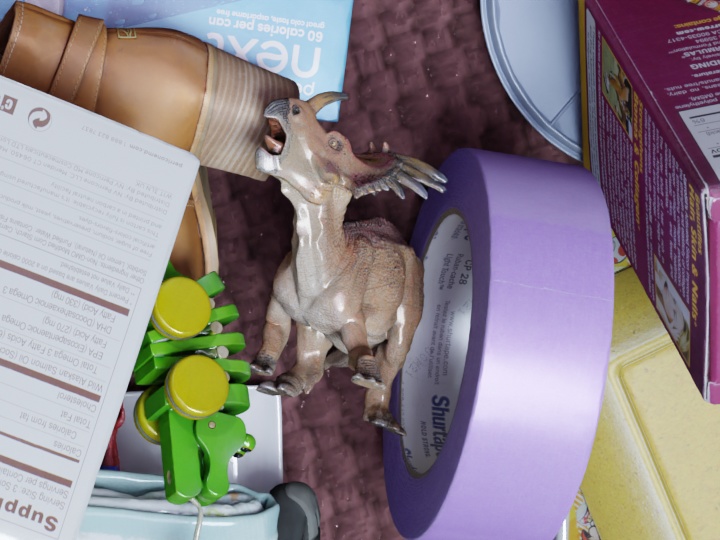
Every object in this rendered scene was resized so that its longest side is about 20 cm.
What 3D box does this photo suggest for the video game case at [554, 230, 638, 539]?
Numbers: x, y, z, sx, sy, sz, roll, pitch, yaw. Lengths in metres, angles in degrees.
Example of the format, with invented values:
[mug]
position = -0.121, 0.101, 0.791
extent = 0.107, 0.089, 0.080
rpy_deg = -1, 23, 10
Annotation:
[video game case]
position = 0.195, 0.073, 1.577
extent = 0.181, 0.023, 0.201
rpy_deg = 0, 98, -12

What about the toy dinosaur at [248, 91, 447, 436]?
[toy dinosaur]
position = 0.000, 0.000, 1.446
extent = 0.085, 0.200, 0.136
rpy_deg = 13, 76, 14

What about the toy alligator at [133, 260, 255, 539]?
[toy alligator]
position = -0.075, 0.069, 1.391
extent = 0.054, 0.059, 0.201
rpy_deg = -7, 75, -26

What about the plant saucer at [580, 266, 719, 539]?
[plant saucer]
position = 0.212, 0.079, 1.545
extent = 0.199, 0.048, 0.201
rpy_deg = -25, 101, -7

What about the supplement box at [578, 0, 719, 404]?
[supplement box]
position = 0.184, -0.052, 1.419
extent = 0.103, 0.200, 0.131
rpy_deg = -11, 129, -9

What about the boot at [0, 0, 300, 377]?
[boot]
position = -0.137, -0.044, 1.436
extent = 0.154, 0.074, 0.201
rpy_deg = 15, 121, -22

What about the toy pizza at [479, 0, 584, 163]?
[toy pizza]
position = 0.159, -0.150, 1.536
extent = 0.199, 0.032, 0.201
rpy_deg = -1, 98, -10

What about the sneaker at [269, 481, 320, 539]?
[sneaker]
position = -0.077, 0.198, 1.497
extent = 0.079, 0.075, 0.201
rpy_deg = 19, 106, -5

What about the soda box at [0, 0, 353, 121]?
[soda box]
position = -0.109, -0.123, 1.469
extent = 0.199, 0.064, 0.068
rpy_deg = 7, 96, -13

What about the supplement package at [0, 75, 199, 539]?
[supplement package]
position = -0.168, 0.028, 1.307
extent = 0.117, 0.117, 0.201
rpy_deg = 21, 78, -16

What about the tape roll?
[tape roll]
position = 0.067, 0.041, 1.455
extent = 0.065, 0.200, 0.201
rpy_deg = 9, 95, -12

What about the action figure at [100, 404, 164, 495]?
[action figure]
position = -0.152, 0.085, 1.462
extent = 0.200, 0.065, 0.099
rpy_deg = 36, 98, -13

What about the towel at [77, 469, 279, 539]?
[towel]
position = -0.147, 0.183, 1.439
extent = 0.199, 0.048, 0.172
rpy_deg = 6, 112, -4

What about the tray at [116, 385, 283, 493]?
[tray]
position = -0.140, 0.117, 1.514
extent = 0.199, 0.022, 0.108
rpy_deg = -3, 97, -11
